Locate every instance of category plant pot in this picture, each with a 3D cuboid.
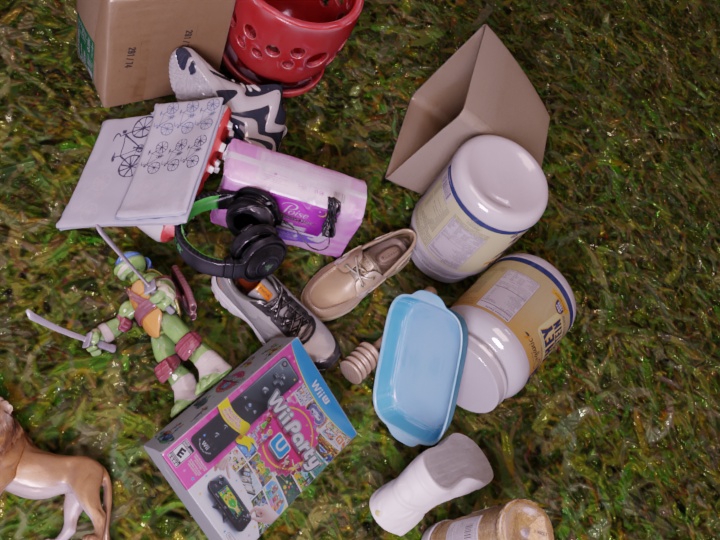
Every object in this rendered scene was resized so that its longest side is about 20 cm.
[{"bbox_3d":[0.183,-0.214,1.077,0.176,0.200,0.202,30,56,-18],"label":"plant pot"},{"bbox_3d":[-0.112,-0.377,1.036,0.198,0.183,0.203,9,60,-17],"label":"plant pot"}]

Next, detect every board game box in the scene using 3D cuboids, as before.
[{"bbox_3d":[-0.119,0.194,0.785,0.200,0.064,0.149,-40,107,-33],"label":"board game box"}]

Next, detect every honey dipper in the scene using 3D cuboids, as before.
[{"bbox_3d":[0.046,0.080,0.956,0.038,0.038,0.200,45,55,4],"label":"honey dipper"}]

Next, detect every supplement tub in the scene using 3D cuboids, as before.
[{"bbox_3d":[0.191,0.084,0.947,0.145,0.145,0.200,46,57,6],"label":"supplement tub"},{"bbox_3d":[0.158,-0.081,0.984,0.143,0.200,0.147,9,61,-17],"label":"supplement tub"}]

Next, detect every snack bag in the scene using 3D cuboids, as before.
[{"bbox_3d":[-0.278,-0.137,0.870,0.197,0.021,0.191,-1,59,20],"label":"snack bag"}]

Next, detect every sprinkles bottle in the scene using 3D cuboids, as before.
[{"bbox_3d":[0.136,0.308,0.775,0.067,0.200,0.069,9,61,-17],"label":"sprinkles bottle"}]

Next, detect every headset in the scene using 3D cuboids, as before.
[{"bbox_3d":[-0.124,-0.055,0.834,0.197,0.095,0.125,0,49,-19],"label":"headset"}]

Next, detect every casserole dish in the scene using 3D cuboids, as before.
[{"bbox_3d":[0.080,0.123,0.871,0.120,0.203,0.039,21,17,39],"label":"casserole dish"}]

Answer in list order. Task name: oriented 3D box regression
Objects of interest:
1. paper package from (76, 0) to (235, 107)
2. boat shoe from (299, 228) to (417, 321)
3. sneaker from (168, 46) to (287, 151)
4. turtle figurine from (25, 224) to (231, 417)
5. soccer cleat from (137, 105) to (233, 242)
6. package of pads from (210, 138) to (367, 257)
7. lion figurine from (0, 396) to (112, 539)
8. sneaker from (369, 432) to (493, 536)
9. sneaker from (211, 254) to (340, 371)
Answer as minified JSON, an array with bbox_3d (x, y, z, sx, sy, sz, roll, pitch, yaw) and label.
[{"bbox_3d":[-0.282,-0.341,0.937,0.189,0.200,0.104,-21,73,-30],"label":"paper package"},{"bbox_3d":[0.000,0.000,0.958,0.199,0.065,0.072,-31,79,-30],"label":"boat shoe"},{"bbox_3d":[-0.177,-0.250,0.990,0.199,0.079,0.130,47,45,-16],"label":"sneaker"},{"bbox_3d":[-0.252,0.072,0.776,0.143,0.200,0.195,-38,86,2],"label":"turtle figurine"},{"bbox_3d":[-0.233,-0.135,0.900,0.084,0.069,0.202,26,86,-5],"label":"soccer cleat"},{"bbox_3d":[-0.099,-0.095,0.934,0.197,0.121,0.077,16,58,-13],"label":"package of pads"},{"bbox_3d":[-0.334,0.214,0.718,0.199,0.072,0.124,29,43,-23],"label":"lion figurine"},{"bbox_3d":[0.084,0.266,0.854,0.199,0.115,0.074,16,37,-56],"label":"sneaker"},{"bbox_3d":[-0.108,0.055,0.874,0.199,0.079,0.074,39,64,0],"label":"sneaker"}]
